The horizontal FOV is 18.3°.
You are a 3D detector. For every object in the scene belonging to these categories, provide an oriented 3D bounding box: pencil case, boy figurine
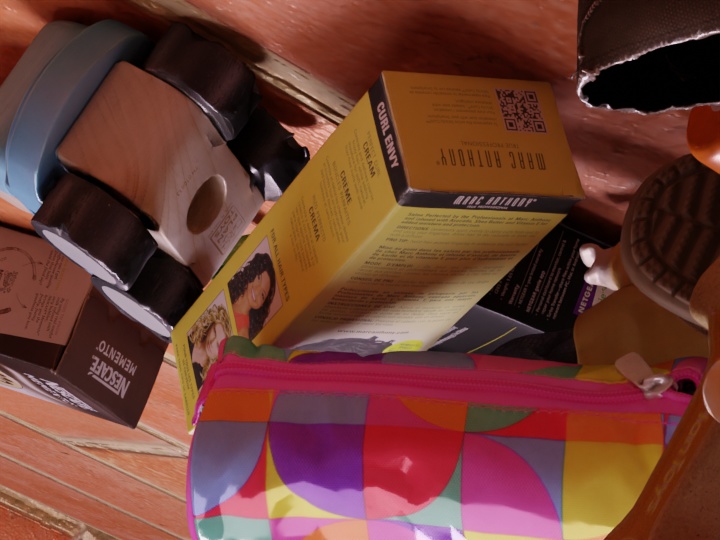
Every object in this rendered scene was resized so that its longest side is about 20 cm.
[{"bbox_3d":[0.037,0.065,0.788,0.198,0.089,0.088,0,161,12],"label":"pencil case"},{"bbox_3d":[0.117,0.038,0.855,0.199,0.125,0.065,-21,147,8],"label":"boy figurine"}]

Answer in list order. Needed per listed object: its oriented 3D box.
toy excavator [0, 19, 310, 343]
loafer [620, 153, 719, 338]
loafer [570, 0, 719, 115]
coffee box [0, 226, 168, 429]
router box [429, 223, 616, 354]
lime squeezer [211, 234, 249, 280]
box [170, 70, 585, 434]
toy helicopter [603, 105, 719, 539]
[{"bbox_3d":[-0.126,-0.055,0.967,0.199,0.100,0.195,30,169,24],"label":"toy excavator"},{"bbox_3d":[0.183,0.013,0.751,0.199,0.076,0.068,16,159,22],"label":"loafer"},{"bbox_3d":[0.138,-0.056,0.568,0.199,0.072,0.073,9,162,43],"label":"loafer"},{"bbox_3d":[-0.231,0.023,1.411,0.199,0.080,0.113,15,164,27],"label":"coffee box"},{"bbox_3d":[0.065,0.020,0.999,0.148,0.051,0.200,24,168,-7],"label":"router box"},{"bbox_3d":[-0.027,0.010,1.121,0.199,0.038,0.070,21,177,-33],"label":"lime squeezer"},{"bbox_3d":[0.000,0.000,0.838,0.075,0.050,0.200,0,151,-28],"label":"box"},{"bbox_3d":[0.121,0.027,0.634,0.079,0.201,0.132,30,178,-16],"label":"toy helicopter"}]
